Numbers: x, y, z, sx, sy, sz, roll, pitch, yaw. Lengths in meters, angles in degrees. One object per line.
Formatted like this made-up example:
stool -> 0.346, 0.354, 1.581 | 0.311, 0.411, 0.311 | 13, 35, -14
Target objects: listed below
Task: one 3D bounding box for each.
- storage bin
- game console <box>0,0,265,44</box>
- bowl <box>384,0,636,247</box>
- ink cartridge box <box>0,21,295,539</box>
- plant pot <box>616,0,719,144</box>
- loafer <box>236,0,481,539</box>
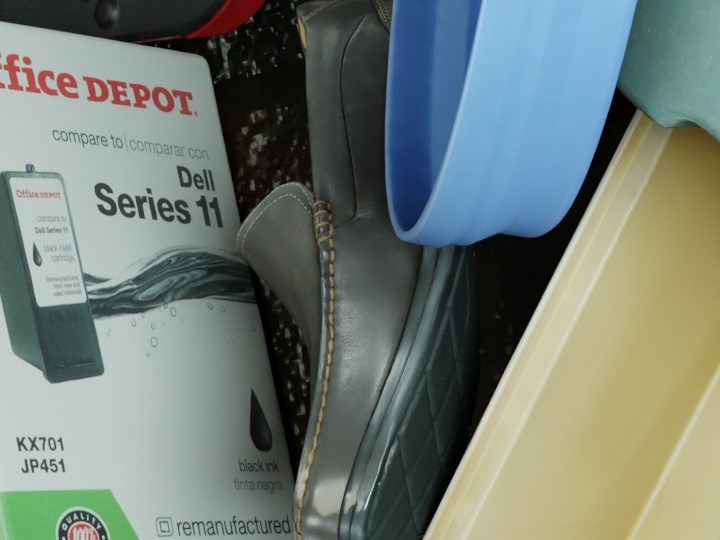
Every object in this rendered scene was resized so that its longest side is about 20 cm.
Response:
storage bin -> 0.128, 0.086, 0.789 | 0.200, 0.094, 0.199 | 38, 110, 34
game console -> -0.096, -0.173, 1.027 | 0.176, 0.031, 0.201 | -3, 85, 38
bowl -> 0.042, -0.104, 0.770 | 0.201, 0.039, 0.201 | -172, 90, -83
ink cartridge box -> -0.102, 0.028, 0.945 | 0.083, 0.146, 0.201 | -21, 75, 34
plant pot -> 0.157, -0.118, 0.728 | 0.200, 0.200, 0.197 | 34, 116, 35
loafer -> 0.000, 0.000, 0.860 | 0.072, 0.073, 0.200 | 6, 51, 10
